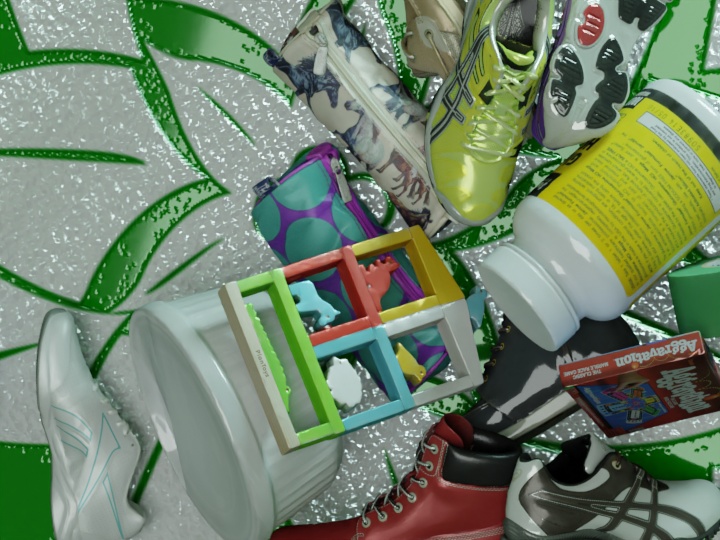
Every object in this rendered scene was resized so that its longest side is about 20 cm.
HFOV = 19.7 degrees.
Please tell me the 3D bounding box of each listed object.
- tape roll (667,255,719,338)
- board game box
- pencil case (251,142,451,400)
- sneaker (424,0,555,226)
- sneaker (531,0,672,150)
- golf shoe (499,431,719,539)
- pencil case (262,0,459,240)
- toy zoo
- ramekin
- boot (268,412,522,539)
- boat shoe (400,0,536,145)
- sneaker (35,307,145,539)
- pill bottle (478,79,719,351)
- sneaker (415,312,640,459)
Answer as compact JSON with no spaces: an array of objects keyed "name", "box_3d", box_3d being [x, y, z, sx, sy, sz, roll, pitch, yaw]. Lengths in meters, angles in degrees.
[{"name":"tape roll","box_3d":[0.322,0.003,1.490,0.198,0.200,0.049,-12,92,12]},{"name":"board game box","box_3d":[0.213,0.086,1.523,0.102,0.200,0.020,-16,72,12]},{"name":"pencil case","box_3d":[0.000,0.000,1.612,0.201,0.085,0.092,53,133,2]},{"name":"sneaker","box_3d":[0.095,-0.132,1.522,0.075,0.076,0.202,8,94,-10]},{"name":"sneaker","box_3d":[0.171,-0.181,1.551,0.080,0.083,0.201,30,71,-11]},{"name":"golf shoe","box_3d":[0.196,0.166,1.550,0.198,0.078,0.096,-7,101,-32]},{"name":"pencil case","box_3d":[0.016,-0.115,1.598,0.078,0.089,0.200,-42,87,10]},{"name":"toy zoo","box_3d":[0.007,0.045,1.534,0.198,0.020,0.132,-18,78,-26]},{"name":"ramekin","box_3d":[-0.092,0.103,1.592,0.094,0.202,0.204,-25,90,-21]},{"name":"boot","box_3d":[0.024,0.171,1.570,0.198,0.073,0.146,0,115,6]},{"name":"boat shoe","box_3d":[0.062,-0.173,1.594,0.065,0.072,0.201,-36,93,11]},{"name":"sneaker","box_3d":[-0.220,0.128,1.685,0.079,0.070,0.202,-8,97,-3]},{"name":"pill bottle","box_3d":[0.186,-0.038,1.528,0.200,0.112,0.113,-42,86,-11]},{"name":"sneaker","box_3d":[0.115,0.076,1.612,0.199,0.075,0.107,-30,78,11]}]
